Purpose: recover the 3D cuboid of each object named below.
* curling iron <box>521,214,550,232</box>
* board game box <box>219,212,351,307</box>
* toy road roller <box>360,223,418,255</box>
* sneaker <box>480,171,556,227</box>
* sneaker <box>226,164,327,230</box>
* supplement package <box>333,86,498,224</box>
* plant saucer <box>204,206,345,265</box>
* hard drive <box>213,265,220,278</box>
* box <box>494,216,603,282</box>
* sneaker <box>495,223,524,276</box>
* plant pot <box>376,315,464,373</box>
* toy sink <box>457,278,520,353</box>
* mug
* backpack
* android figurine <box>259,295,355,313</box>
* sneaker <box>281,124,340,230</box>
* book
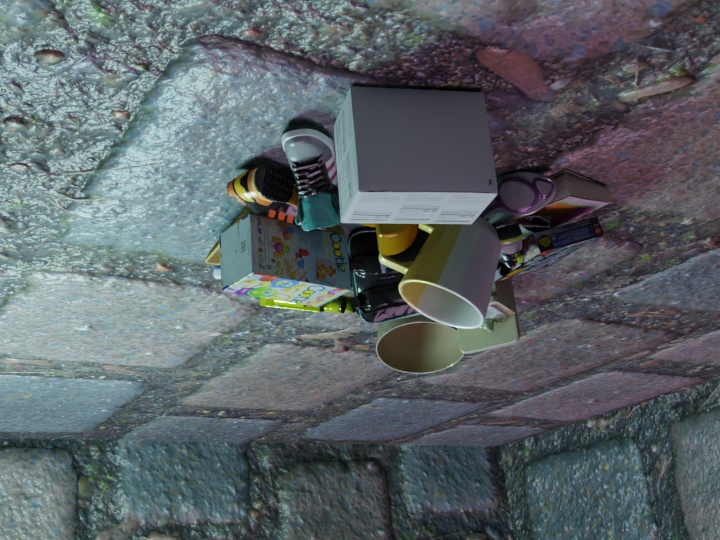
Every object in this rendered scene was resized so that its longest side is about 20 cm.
[{"bbox_3d":[0.330,-0.072,1.623,0.049,0.026,0.200,0,172,22],"label":"curling iron"},{"bbox_3d":[-0.126,-0.013,1.524,0.198,0.107,0.103,12,154,-37],"label":"board game box"},{"bbox_3d":[0.079,-0.108,1.408,0.196,0.148,0.123,-6,160,0],"label":"toy road roller"},{"bbox_3d":[0.247,-0.120,1.566,0.198,0.076,0.099,-20,179,27],"label":"sneaker"},{"bbox_3d":[-0.129,-0.115,1.463,0.089,0.071,0.199,-6,161,35],"label":"sneaker"},{"bbox_3d":[0.073,-0.158,1.261,0.197,0.158,0.111,0,161,-15],"label":"supplement package"},{"bbox_3d":[-0.155,-0.060,1.610,0.197,0.049,0.200,6,156,-28],"label":"plant saucer"},{"bbox_3d":[-0.164,0.014,1.707,0.198,0.026,0.131,6,-179,42],"label":"hard drive"},{"bbox_3d":[0.330,-0.036,1.641,0.135,0.040,0.200,-15,169,-19],"label":"box"},{"bbox_3d":[0.231,-0.028,1.589,0.071,0.084,0.200,-16,-179,-12],"label":"sneaker"},{"bbox_3d":[0.132,0.118,2.005,0.197,0.136,0.202,0,141,0],"label":"plant pot"},{"bbox_3d":[0.223,0.046,1.779,0.129,0.203,0.112,-15,158,26],"label":"toy sink"},{"bbox_3d":[0.145,-0.018,1.463,0.186,0.155,0.149,37,157,-28],"label":"mug"},{"bbox_3d":[0.084,-0.007,1.623,0.197,0.179,0.153,-9,-171,9],"label":"backpack"},{"bbox_3d":[-0.111,0.054,1.740,0.197,0.042,0.182,7,-179,21],"label":"android figurine"},{"bbox_3d":[-0.070,-0.124,1.359,0.082,0.123,0.200,-9,159,10],"label":"sneaker"},{"bbox_3d":[0.333,-0.108,1.629,0.132,0.049,0.199,10,156,-40],"label":"book"}]
